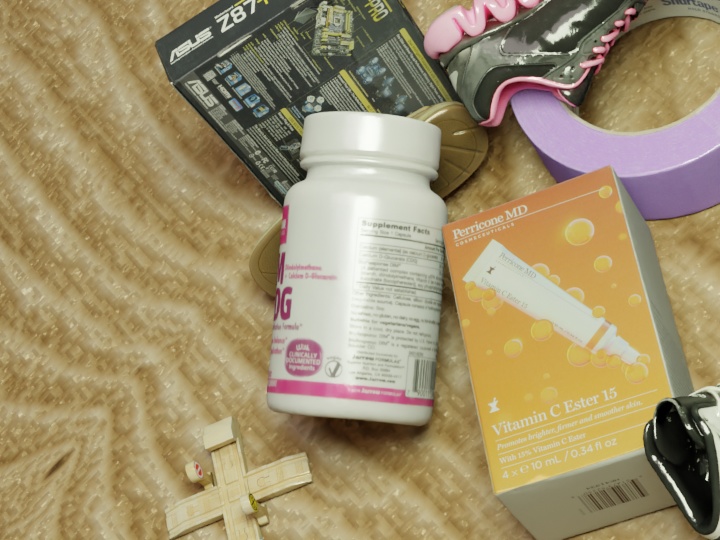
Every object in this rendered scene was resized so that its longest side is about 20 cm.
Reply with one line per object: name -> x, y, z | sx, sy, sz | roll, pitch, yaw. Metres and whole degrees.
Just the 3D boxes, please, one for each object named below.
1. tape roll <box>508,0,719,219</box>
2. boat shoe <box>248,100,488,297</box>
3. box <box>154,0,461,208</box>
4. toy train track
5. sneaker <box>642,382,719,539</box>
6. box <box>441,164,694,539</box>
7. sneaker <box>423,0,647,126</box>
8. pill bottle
tape roll -> 0.206, -0.138, 1.241 | 0.199, 0.066, 0.201 | -12, 60, 21
boat shoe -> 0.005, -0.051, 1.299 | 0.200, 0.071, 0.065 | -35, 18, 3
box -> -0.031, -0.138, 1.273 | 0.161, 0.200, 0.049 | -30, 55, 9
toy train track -> -0.083, 0.188, 1.226 | 0.114, 0.033, 0.201 | -24, 57, 13
sneaker -> 0.228, 0.071, 1.036 | 0.076, 0.115, 0.201 | -26, 44, 47
box -> 0.139, 0.055, 1.149 | 0.124, 0.098, 0.201 | -20, 57, 15
sneaker -> 0.147, -0.161, 1.211 | 0.199, 0.079, 0.096 | -24, 78, 13
pill bottle -> 0.000, 0.000, 1.203 | 0.113, 0.113, 0.201 | 2, 84, 27
